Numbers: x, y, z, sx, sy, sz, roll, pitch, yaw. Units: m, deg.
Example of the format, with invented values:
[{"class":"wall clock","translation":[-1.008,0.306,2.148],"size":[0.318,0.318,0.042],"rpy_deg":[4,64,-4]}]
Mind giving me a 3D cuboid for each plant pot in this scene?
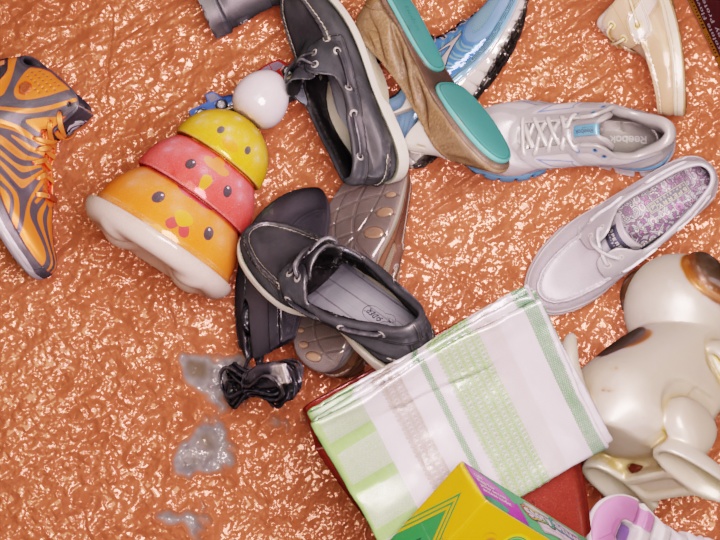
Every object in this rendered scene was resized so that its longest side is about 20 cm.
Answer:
[{"class":"plant pot","translation":[0.083,0.159,1.332],"size":[0.199,0.200,0.177],"rpy_deg":[-27,97,-3]}]

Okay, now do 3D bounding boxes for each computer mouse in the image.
[{"class":"computer mouse","translation":[-0.079,0.016,1.376],"size":[0.052,0.138,0.201],"rpy_deg":[21,74,-25]}]

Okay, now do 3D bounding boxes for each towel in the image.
[{"class":"towel","translation":[0.078,0.121,1.215],"size":[0.199,0.031,0.150],"rpy_deg":[-30,105,-2]}]

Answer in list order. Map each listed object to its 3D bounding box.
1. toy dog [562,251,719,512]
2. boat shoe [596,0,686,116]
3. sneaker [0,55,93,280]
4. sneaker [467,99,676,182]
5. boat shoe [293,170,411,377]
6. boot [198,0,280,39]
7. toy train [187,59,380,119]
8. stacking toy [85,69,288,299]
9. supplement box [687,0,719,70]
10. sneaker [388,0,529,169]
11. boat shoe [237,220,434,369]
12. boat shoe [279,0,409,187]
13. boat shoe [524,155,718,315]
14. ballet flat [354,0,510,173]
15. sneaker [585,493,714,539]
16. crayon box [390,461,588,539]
[{"class":"toy dog","translation":[0.250,0.080,1.356],"size":[0.193,0.139,0.201],"rpy_deg":[34,60,-11]},{"class":"boat shoe","translation":[0.244,-0.229,1.427],"size":[0.069,0.074,0.202],"rpy_deg":[-13,81,8]},{"class":"sneaker","translation":[-0.281,-0.099,1.408],"size":[0.111,0.078,0.201],"rpy_deg":[-21,84,-1]},{"class":"sneaker","translation":[0.182,-0.121,1.405],"size":[0.198,0.087,0.076],"rpy_deg":[-3,86,1]},{"class":"boat shoe","translation":[0.000,0.000,1.402],"size":[0.075,0.072,0.201],"rpy_deg":[13,76,33]},{"class":"boot","translation":[-0.072,-0.322,1.435],"size":[0.199,0.066,0.166],"rpy_deg":[-25,92,1]},{"class":"toy train","translation":[-0.073,-0.167,1.436],"size":[0.199,0.034,0.046],"rpy_deg":[-27,81,-3]},{"class":"stacking toy","translation":[-0.130,-0.090,1.375],"size":[0.146,0.146,0.201],"rpy_deg":[31,82,3]},{"class":"supplement box","translation":[0.390,-0.202,1.353],"size":[0.132,0.200,0.198],"rpy_deg":[-24,84,-2]},{"class":"sneaker","translation":[0.077,-0.192,1.417],"size":[0.090,0.078,0.200],"rpy_deg":[36,85,7]},{"class":"boat shoe","translation":[-0.022,0.009,1.276],"size":[0.074,0.066,0.199],"rpy_deg":[-39,62,-21]},{"class":"boat shoe","translation":[-0.031,-0.159,1.372],"size":[0.066,0.074,0.201],"rpy_deg":[-20,83,-32]},{"class":"boat shoe","translation":[0.228,-0.030,1.396],"size":[0.199,0.069,0.072],"rpy_deg":[-31,85,6]},{"class":"ballet flat","translation":[0.052,-0.147,1.362],"size":[0.072,0.068,0.201],"rpy_deg":[-42,72,29]},{"class":"sneaker","translation":[0.252,0.258,1.372],"size":[0.200,0.088,0.081],"rpy_deg":[34,65,-18]},{"class":"crayon box","translation":[0.098,0.264,1.240],"size":[0.200,0.058,0.173],"rpy_deg":[34,105,-31]}]
